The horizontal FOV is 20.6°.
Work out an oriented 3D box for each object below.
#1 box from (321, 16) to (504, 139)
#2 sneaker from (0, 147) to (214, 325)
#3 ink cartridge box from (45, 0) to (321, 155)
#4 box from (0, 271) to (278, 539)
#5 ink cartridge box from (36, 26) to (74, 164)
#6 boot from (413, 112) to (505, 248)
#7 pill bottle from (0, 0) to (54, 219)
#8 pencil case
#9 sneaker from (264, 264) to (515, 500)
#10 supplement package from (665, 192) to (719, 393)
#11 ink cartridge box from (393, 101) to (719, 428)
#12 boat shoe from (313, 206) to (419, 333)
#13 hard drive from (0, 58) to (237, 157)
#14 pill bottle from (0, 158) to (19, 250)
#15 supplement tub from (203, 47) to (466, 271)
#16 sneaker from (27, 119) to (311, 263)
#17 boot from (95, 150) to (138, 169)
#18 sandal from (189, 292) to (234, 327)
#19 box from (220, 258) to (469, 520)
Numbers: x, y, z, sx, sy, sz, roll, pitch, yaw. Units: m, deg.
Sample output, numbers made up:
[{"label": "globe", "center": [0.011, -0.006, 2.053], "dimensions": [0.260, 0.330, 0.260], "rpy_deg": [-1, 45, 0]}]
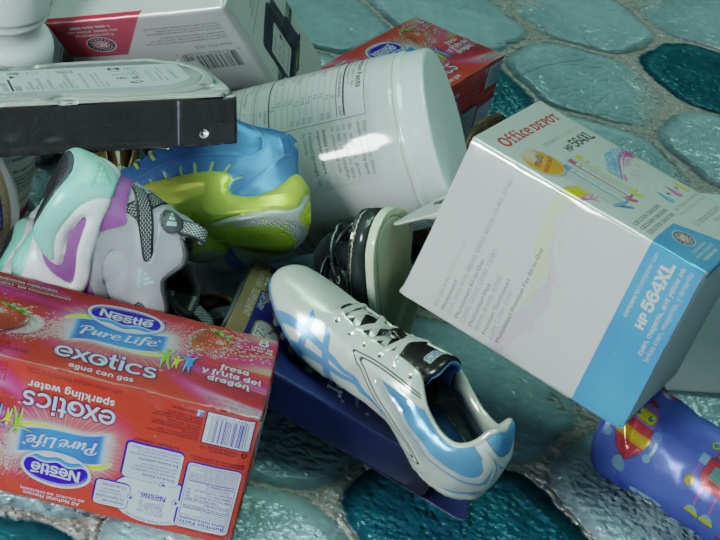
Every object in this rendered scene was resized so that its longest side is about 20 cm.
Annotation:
[{"label": "box", "center": [0.030, -0.131, 1.676], "dimensions": [0.095, 0.103, 0.200], "rpy_deg": [25, 32, 20]}, {"label": "sneaker", "center": [-0.162, 0.011, 1.279], "dimensions": [0.140, 0.200, 0.078], "rpy_deg": [27, 58, -15]}, {"label": "ink cartridge box", "center": [-0.129, -0.173, 1.511], "dimensions": [0.145, 0.200, 0.084], "rpy_deg": [-3, 63, 18]}, {"label": "box", "center": [-0.159, 0.082, 1.217], "dimensions": [0.200, 0.100, 0.096], "rpy_deg": [14, 29, -2]}, {"label": "ink cartridge box", "center": [-0.306, -0.193, 1.578], "dimensions": [0.200, 0.145, 0.084], "rpy_deg": [24, 30, 14]}, {"label": "boot", "center": [0.111, -0.057, 1.632], "dimensions": [0.097, 0.075, 0.200], "rpy_deg": [31, 38, 4]}, {"label": "pill bottle", "center": [-0.282, -0.130, 1.423], "dimensions": [0.113, 0.200, 0.113], "rpy_deg": [12, 30, -7]}, {"label": "pencil case", "center": [0.247, 0.151, 1.318], "dimensions": [0.200, 0.087, 0.078], "rpy_deg": [33, 76, 30]}, {"label": "sneaker", "center": [0.021, 0.059, 1.261], "dimensions": [0.200, 0.073, 0.072], "rpy_deg": [43, 32, 18]}, {"label": "supplement package", "center": [0.277, 0.017, 1.519], "dimensions": [0.200, 0.117, 0.117], "rpy_deg": [5, 30, -17]}, {"label": "ink cartridge box", "center": [0.134, -0.014, 1.312], "dimensions": [0.200, 0.125, 0.129], "rpy_deg": [32, 26, 14]}, {"label": "boat shoe", "center": [0.001, -0.002, 1.387], "dimensions": [0.066, 0.075, 0.199], "rpy_deg": [18, -9, 12]}, {"label": "hard drive", "center": [-0.191, -0.107, 1.290], "dimensions": [0.200, 0.038, 0.140], "rpy_deg": [-5, 16, -14]}, {"label": "pill bottle", "center": [-0.331, -0.024, 1.300], "dimensions": [0.120, 0.120, 0.200], "rpy_deg": [27, 32, 21]}, {"label": "supplement tub", "center": [-0.031, -0.080, 1.453], "dimensions": [0.200, 0.132, 0.132], "rpy_deg": [-11, 26, 13]}, {"label": "sneaker", "center": [-0.129, -0.058, 1.376], "dimensions": [0.200, 0.076, 0.105], "rpy_deg": [0, 61, 8]}, {"label": "boot", "center": [-0.190, -0.051, 1.461], "dimensions": [0.073, 0.076, 0.200], "rpy_deg": [9, 33, -20]}, {"label": "sandal", "center": [-0.111, 0.042, 1.356], "dimensions": [0.200, 0.055, 0.082], "rpy_deg": [1, 32, -24]}, {"label": "box", "center": [-0.002, 0.078, 1.317], "dimensions": [0.200, 0.032, 0.121], "rpy_deg": [31, 28, -7]}]
